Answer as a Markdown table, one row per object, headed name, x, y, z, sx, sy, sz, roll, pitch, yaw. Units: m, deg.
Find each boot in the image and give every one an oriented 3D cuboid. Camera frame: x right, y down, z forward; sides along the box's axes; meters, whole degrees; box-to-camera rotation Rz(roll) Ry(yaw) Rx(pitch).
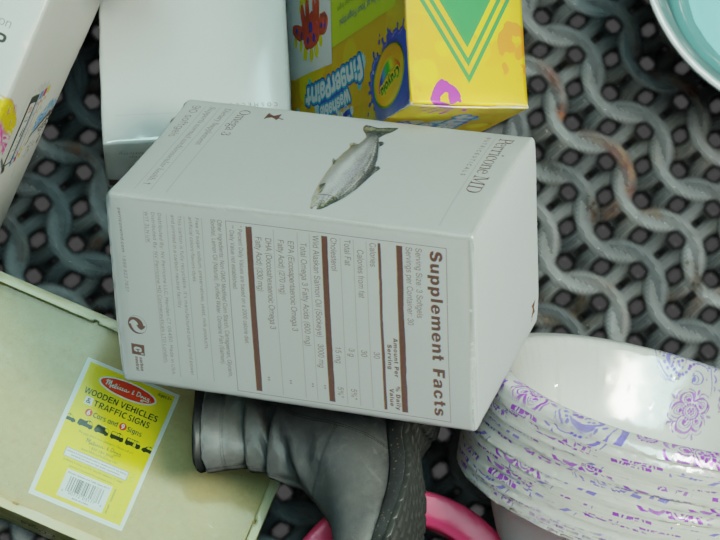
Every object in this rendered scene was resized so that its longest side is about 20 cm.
| name | x | y | z | sx | sy | sz | roll | pitch | yaw |
| --- | --- | --- | --- | --- | --- | --- | --- | --- | --- |
| boot | -0.030 | 0.109 | 1.478 | 0.131 | 0.070 | 0.201 | 3 | 52 | 12 |

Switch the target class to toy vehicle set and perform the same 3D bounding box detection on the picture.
| name | x | y | z | sx | sy | sz | roll | pitch | yaw |
| --- | --- | --- | --- | --- | --- | --- | --- | --- | --- |
| toy vehicle set | -0.141 | 0.094 | 1.534 | 0.199 | 0.027 | 0.125 | 24 | 70 | 0 |

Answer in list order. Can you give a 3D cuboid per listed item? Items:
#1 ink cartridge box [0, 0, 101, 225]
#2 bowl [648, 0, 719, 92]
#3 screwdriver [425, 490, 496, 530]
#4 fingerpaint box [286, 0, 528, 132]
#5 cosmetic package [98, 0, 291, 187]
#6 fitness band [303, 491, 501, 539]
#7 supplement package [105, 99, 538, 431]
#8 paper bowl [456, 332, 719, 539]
| name | x | y | z | sx | sy | sz | roll | pitch | yaw |
| --- | --- | --- | --- | --- | --- | --- | --- | --- | --- |
| ink cartridge box | -0.250 | -0.100 | 1.487 | 0.147 | 0.145 | 0.201 | 24 | 94 | 2 |
| bowl | 0.253 | -0.175 | 1.626 | 0.200 | 0.105 | 0.202 | 1 | 80 | -5 |
| screwdriver | 0.034 | 0.120 | 1.537 | 0.200 | 0.028 | 0.029 | 39 | 111 | -4 |
| fingerpaint box | 0.022 | -0.152 | 1.526 | 0.073 | 0.200 | 0.168 | 0 | 81 | -19 |
| cosmetic package | -0.097 | -0.153 | 1.591 | 0.112 | 0.081 | 0.201 | -4 | 71 | -4 |
| fitness band | 0.044 | 0.212 | 1.502 | 0.200 | 0.037 | 0.144 | 45 | 80 | 2 |
| supplement package | -0.017 | -0.006 | 1.436 | 0.199 | 0.118 | 0.117 | 7 | 30 | 17 |
| paper bowl | 0.150 | 0.114 | 1.487 | 0.200 | 0.201 | 0.105 | 12 | 105 | -4 |
